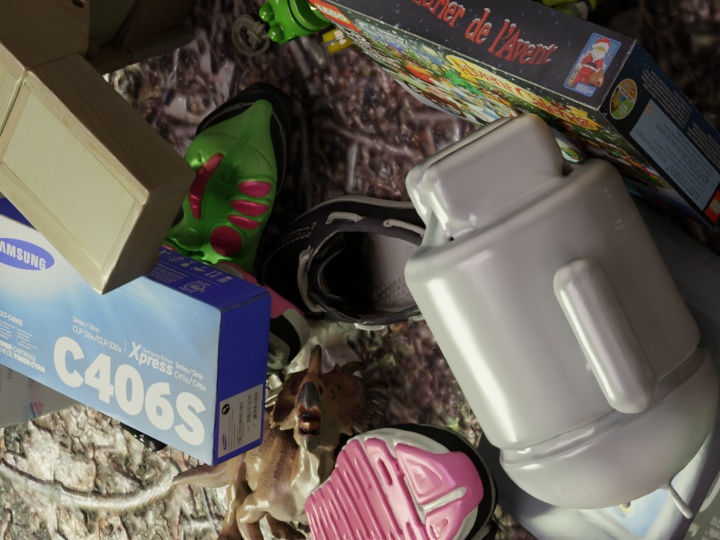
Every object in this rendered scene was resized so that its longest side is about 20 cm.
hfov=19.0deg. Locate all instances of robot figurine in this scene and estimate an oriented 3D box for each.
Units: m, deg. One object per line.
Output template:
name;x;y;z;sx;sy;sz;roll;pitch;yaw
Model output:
robot figurine;0.096;0.027;1.011;0.201;0.112;0.170;62;176;-7

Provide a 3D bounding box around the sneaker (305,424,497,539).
sneaker;0.036;0.115;1.114;0.074;0.087;0.200;66;158;10

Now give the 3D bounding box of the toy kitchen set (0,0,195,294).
toy kitchen set;-0.141;-0.077;1.237;0.180;0.200;0.164;44;131;16

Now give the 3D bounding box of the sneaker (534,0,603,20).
sneaker;0.073;-0.212;1.039;0.201;0.081;0.074;60;173;-3

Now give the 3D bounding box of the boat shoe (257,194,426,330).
boat shoe;0.000;0.000;1.205;0.199;0.060;0.074;-1;107;48

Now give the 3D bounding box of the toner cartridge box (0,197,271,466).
toner cartridge box;-0.139;0.030;1.219;0.199;0.043;0.096;21;116;35

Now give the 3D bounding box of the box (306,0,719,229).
box;0.076;-0.095;1.042;0.199;0.136;0.038;27;85;39

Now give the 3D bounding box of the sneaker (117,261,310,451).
sneaker;-0.093;0.060;1.268;0.074;0.088;0.200;38;154;-8

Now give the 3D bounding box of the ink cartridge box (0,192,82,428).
ink cartridge box;-0.223;0.014;1.341;0.085;0.199;0.149;29;123;45

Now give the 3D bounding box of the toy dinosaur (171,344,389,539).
toy dinosaur;-0.043;0.104;1.276;0.200;0.085;0.137;7;100;59

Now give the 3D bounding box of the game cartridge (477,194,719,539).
game cartridge;0.133;0.069;1.107;0.133;0.040;0.201;35;126;29

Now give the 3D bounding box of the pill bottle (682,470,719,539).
pill bottle;0.193;0.142;0.943;0.114;0.114;0.201;26;85;38

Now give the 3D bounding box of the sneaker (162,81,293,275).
sneaker;-0.078;-0.043;1.276;0.076;0.084;0.200;32;149;-5

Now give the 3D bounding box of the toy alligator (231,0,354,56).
toy alligator;-0.028;-0.147;1.187;0.199;0.054;0.060;-19;97;50
